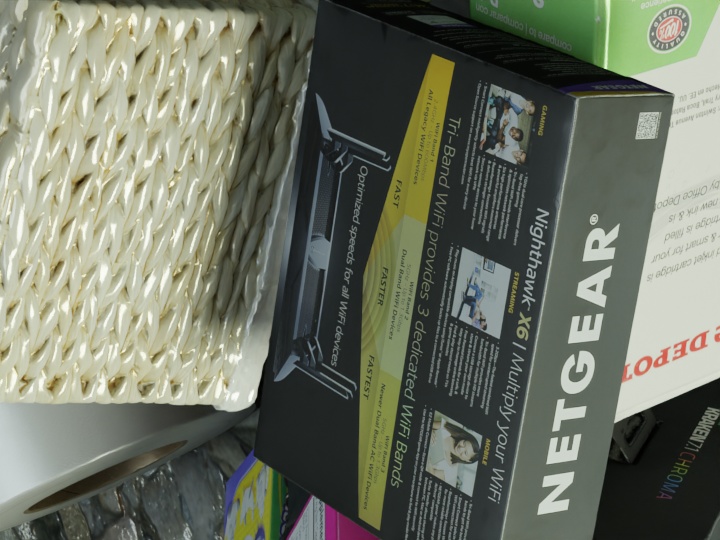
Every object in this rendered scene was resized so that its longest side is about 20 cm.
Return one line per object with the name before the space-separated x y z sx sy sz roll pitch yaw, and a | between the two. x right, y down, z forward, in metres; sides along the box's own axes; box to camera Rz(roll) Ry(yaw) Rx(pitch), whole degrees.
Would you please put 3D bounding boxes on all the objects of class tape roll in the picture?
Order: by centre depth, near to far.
tape roll | -0.181 0.062 1.411 0.203 0.202 0.140 -37 76 56

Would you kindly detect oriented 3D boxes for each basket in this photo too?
basket | -0.135 -0.063 1.045 0.198 0.160 0.201 36 116 44

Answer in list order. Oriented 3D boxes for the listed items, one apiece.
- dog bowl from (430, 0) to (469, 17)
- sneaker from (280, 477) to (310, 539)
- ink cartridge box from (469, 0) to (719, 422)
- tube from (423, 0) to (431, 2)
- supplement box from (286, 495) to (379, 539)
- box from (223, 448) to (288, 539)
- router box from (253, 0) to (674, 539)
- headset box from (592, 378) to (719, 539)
dog bowl | 0.051 -0.180 1.062 0.200 0.079 0.201 31 130 45
sneaker | -0.013 0.126 1.282 0.106 0.075 0.201 13 84 60
ink cartridge box | 0.122 -0.056 0.961 0.084 0.145 0.201 31 129 44
tube | 0.015 -0.136 1.019 0.200 0.058 0.052 -32 84 55
supplement box | -0.002 0.200 1.152 0.104 0.101 0.200 -91 23 -47
box | -0.049 0.201 1.338 0.117 0.048 0.201 126 147 -60
router box | 0.034 0.007 0.903 0.157 0.052 0.201 28 115 47
headset box | 0.120 0.149 1.026 0.092 0.174 0.201 12 121 20
